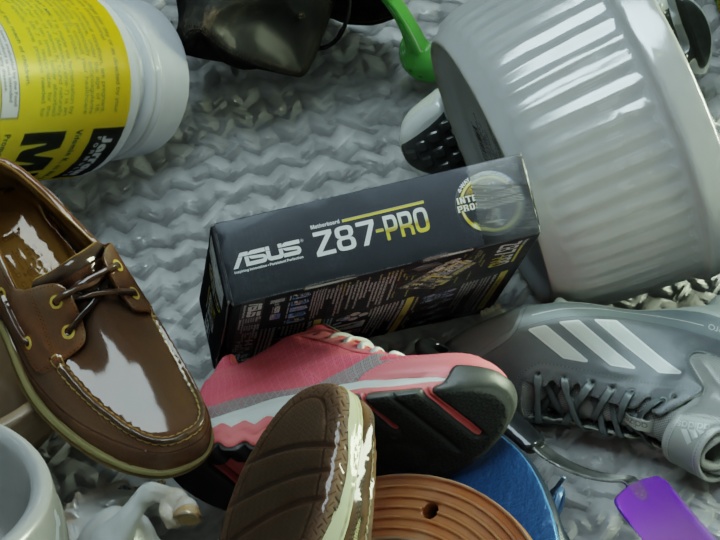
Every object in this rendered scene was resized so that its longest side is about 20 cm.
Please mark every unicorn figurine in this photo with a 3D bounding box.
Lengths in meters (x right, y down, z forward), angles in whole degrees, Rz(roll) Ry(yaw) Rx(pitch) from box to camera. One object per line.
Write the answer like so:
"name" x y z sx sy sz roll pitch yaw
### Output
"unicorn figurine" -0.111 0.157 1.317 0.137 0.074 0.200 -15 43 44

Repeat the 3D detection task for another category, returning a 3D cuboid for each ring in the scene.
"ring" 0.005 0.190 1.277 0.200 0.019 0.201 -16 53 23

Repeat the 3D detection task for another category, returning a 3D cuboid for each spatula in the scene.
"spatula" 0.103 0.093 1.369 0.200 0.021 0.056 35 27 22

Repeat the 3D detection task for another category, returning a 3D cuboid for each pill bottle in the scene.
"pill bottle" -0.199 -0.106 1.548 0.114 0.115 0.200 31 25 33

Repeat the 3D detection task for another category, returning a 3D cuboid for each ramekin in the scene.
"ramekin" 0.117 -0.072 1.466 0.105 0.200 0.200 -25 45 -4

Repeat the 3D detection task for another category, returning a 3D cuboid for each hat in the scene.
"hat" -0.072 -0.160 1.624 0.200 0.201 0.081 17 81 24

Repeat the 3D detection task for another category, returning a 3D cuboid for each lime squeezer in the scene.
"lime squeezer" 0.057 -0.152 1.652 0.038 0.071 0.200 10 14 36

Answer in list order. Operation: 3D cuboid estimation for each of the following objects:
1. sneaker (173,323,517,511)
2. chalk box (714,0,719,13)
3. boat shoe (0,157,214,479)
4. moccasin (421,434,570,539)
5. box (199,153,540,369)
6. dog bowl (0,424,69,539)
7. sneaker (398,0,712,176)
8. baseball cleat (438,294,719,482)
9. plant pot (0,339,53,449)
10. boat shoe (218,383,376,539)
"sneaker" -0.011 0.057 1.350 0.200 0.074 0.087 -14 48 33
"chalk box" 0.277 -0.216 1.587 0.123 0.200 0.125 -9 43 -2
"boat shoe" -0.143 0.022 1.354 0.072 0.068 0.200 -26 58 -27
"moccasin" 0.061 0.111 1.355 0.080 0.068 0.200 -40 41 6
"box" 0.000 0.000 1.405 0.161 0.200 0.049 -11 79 -6
"dog bowl" -0.227 0.126 1.241 0.199 0.059 0.200 0 26 0
"sneaker" 0.108 -0.108 1.601 0.200 0.075 0.081 -24 27 -16
"baseball cleat" 0.136 0.062 1.406 0.199 0.070 0.107 -8 43 0
"plant pot" -0.228 0.058 1.443 0.200 0.093 0.201 -5 43 4
"boat shoe" -0.025 0.156 1.257 0.075 0.075 0.203 0 68 48
